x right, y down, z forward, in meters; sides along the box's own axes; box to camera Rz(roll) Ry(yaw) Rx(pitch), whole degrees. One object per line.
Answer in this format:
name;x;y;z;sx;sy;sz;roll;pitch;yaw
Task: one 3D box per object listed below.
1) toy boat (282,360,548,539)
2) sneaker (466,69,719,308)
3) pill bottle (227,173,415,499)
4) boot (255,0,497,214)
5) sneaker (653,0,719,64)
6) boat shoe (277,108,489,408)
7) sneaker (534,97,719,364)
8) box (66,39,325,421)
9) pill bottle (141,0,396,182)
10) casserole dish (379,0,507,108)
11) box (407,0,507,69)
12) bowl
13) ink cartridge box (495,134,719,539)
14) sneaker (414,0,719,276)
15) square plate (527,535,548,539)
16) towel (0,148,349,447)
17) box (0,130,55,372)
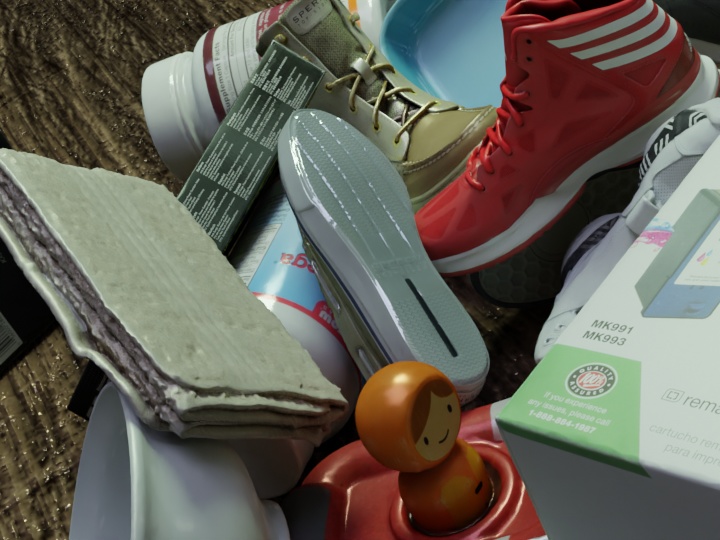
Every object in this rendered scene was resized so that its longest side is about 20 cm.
toy boat;0.041;0.098;0.760;0.198;0.131;0.131;-17;34;16
sneaker;0.129;-0.065;0.978;0.202;0.077;0.146;-36;29;-6
pill bottle;-0.040;0.033;0.935;0.108;0.109;0.201;-7;38;29
boot;0.009;-0.115;1.013;0.072;0.155;0.200;-39;11;-19
sneaker;0.202;-0.184;0.972;0.198;0.100;0.071;10;14;-18
boat shoe;0.000;0.000;0.866;0.071;0.062;0.201;-4;54;-37
sneaker;0.153;0.004;0.805;0.200;0.075;0.116;-54;11;56
box;-0.106;-0.017;0.998;0.201;0.047;0.193;-63;3;-35
pill bottle;-0.057;-0.140;1.187;0.198;0.115;0.115;-17;33;18
casserole dish;0.102;-0.174;1.071;0.200;0.039;0.122;-42;67;16
box;0.135;-0.213;1.104;0.198;0.041;0.158;3;84;28
bowl;-0.088;0.157;0.764;0.089;0.203;0.202;5;27;-18
ink cartridge box;0.174;0.035;0.643;0.145;0.088;0.200;13;50;45
sneaker;0.083;-0.088;0.854;0.199;0.116;0.079;-36;32;17
square plate;0.114;0.182;0.628;0.196;0.029;0.202;-19;52;13
towel;-0.101;0.014;0.789;0.035;0.132;0.200;-54;55;18
box;-0.325;-0.024;1.193;0.199;0.149;0.124;15;53;47
